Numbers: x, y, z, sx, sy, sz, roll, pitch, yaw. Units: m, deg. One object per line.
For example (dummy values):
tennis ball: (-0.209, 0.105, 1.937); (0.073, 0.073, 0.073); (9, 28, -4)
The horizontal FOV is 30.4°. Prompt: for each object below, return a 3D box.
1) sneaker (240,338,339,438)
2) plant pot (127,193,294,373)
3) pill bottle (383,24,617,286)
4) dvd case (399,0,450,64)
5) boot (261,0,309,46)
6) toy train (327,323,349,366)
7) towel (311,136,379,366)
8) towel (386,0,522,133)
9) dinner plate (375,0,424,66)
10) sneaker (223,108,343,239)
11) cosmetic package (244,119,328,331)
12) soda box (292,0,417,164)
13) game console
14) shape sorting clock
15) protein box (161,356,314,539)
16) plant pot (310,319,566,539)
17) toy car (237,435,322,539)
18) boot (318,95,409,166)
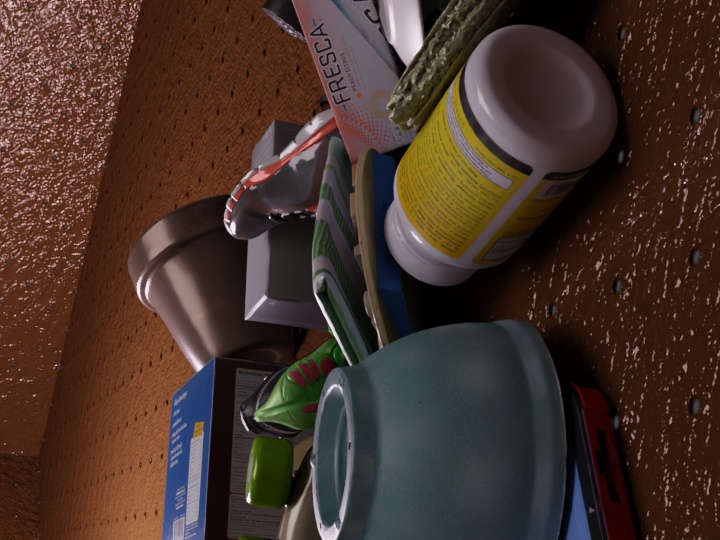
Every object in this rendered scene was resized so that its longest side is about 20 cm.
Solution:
sneaker: (-0.052, 0.110, 1.223); (0.200, 0.083, 0.078); (0, -109, -69)
plant pot: (-0.155, 0.037, 1.550); (0.176, 0.198, 0.201); (66, 146, 28)
pill bottle: (0.091, -0.073, 0.957); (0.200, 0.111, 0.114); (127, 147, -53)
dvd case: (0.068, -0.265, 1.173); (0.200, 0.022, 0.148); (159, 131, -76)
boot: (0.008, -0.256, 1.263); (0.077, 0.200, 0.139); (36, 93, 29)
toy train: (0.004, 0.062, 1.201); (0.042, 0.056, 0.202); (129, 135, -57)
towel: (0.000, 0.000, 1.131); (0.201, 0.023, 0.154); (-82, -29, -52)
towel: (0.088, -0.186, 0.980); (0.201, 0.036, 0.148); (-56, -4, 10)
dinner plate: (0.021, -0.251, 1.064); (0.200, 0.024, 0.203); (168, 90, -89)
sneaker: (-0.055, -0.073, 1.266); (0.200, 0.077, 0.082); (-40, 77, 37)
cosmetic package: (-0.059, -0.045, 1.391); (0.090, 0.105, 0.203); (142, 135, -62)
soda box: (-0.008, -0.199, 1.155); (0.064, 0.068, 0.202); (-70, -40, -74)
game console: (0.126, 0.193, 0.868); (0.177, 0.031, 0.202); (122, 151, -48)
shape sorting clock: (0.023, -0.001, 1.099); (0.200, 0.039, 0.203); (-8, -90, -82)
protein box: (-0.123, 0.217, 1.414); (0.198, 0.133, 0.203); (141, 135, -63)
plant pot: (0.041, 0.130, 0.909); (0.200, 0.132, 0.203); (-175, 90, -77)
toy car: (-0.026, 0.202, 1.125); (0.200, 0.162, 0.160); (-156, 76, -80)
boot: (-0.009, -0.069, 1.326); (0.186, 0.063, 0.203); (-152, 68, -68)
